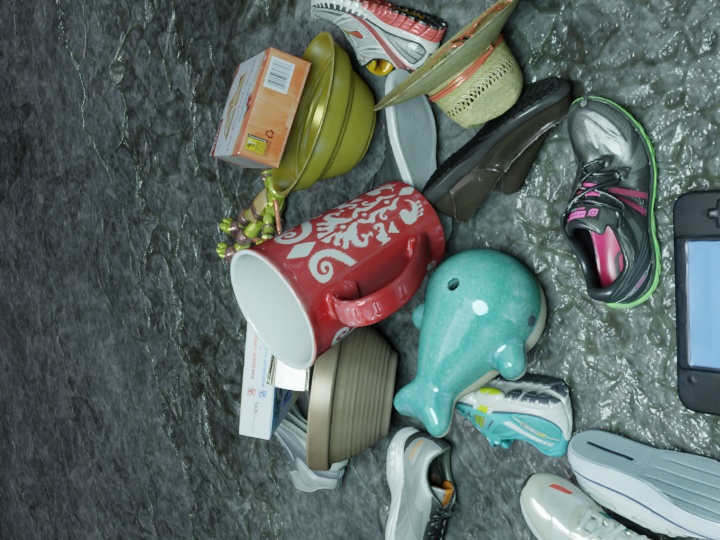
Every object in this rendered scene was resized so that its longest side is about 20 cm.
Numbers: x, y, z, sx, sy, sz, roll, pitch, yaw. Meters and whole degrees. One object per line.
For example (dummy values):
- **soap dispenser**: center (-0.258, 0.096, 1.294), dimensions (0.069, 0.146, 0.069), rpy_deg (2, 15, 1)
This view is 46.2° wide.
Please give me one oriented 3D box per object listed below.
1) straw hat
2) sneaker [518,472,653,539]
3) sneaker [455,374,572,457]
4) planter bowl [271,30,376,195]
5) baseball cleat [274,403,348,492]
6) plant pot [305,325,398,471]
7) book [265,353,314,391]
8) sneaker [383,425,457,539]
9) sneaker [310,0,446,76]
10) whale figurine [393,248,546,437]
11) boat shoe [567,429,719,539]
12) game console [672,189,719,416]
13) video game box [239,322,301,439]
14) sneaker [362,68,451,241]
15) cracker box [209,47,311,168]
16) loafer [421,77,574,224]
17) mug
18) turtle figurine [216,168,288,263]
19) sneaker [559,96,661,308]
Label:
- **straw hat**: center (0.115, -0.191, 0.843), dimensions (0.085, 0.201, 0.201), rpy_deg (50, 137, -12)
- **sneaker**: center (0.240, 0.254, 0.778), dimensions (0.200, 0.070, 0.093), rpy_deg (46, 144, 6)
- **sneaker**: center (0.138, 0.154, 0.916), dimensions (0.200, 0.077, 0.080), rpy_deg (7, 112, 48)
- **planter bowl**: center (-0.035, -0.178, 1.020), dimensions (0.200, 0.083, 0.201), rpy_deg (-166, 90, -70)
- **baseball cleat**: center (-0.099, 0.242, 1.186), dimensions (0.200, 0.070, 0.107), rpy_deg (29, 116, 42)
- **plant pot**: center (-0.005, 0.145, 1.022), dimensions (0.092, 0.201, 0.202), rpy_deg (8, 106, 4)
- **book**: center (-0.061, 0.070, 1.028), dimensions (0.048, 0.200, 0.134), rpy_deg (7, 87, 7)
- **sneaker**: center (0.076, 0.289, 1.003), dimensions (0.079, 0.074, 0.201), rpy_deg (1, 97, 42)
- **sneaker**: center (0.008, -0.275, 0.987), dimensions (0.200, 0.078, 0.082), rpy_deg (34, 121, 39)
- **whale figurine**: center (0.100, 0.067, 0.869), dimensions (0.159, 0.104, 0.200), rpy_deg (30, 83, 46)
- **boat shoe**: center (0.284, 0.208, 0.778), dimensions (0.200, 0.073, 0.067), rpy_deg (21, 135, 52)
- **game console**: center (0.312, 0.035, 0.674), dimensions (0.170, 0.118, 0.201), rpy_deg (2, 97, 47)
- **video game box**: center (-0.099, 0.090, 1.081), dimensions (0.047, 0.200, 0.183), rpy_deg (7, 104, 9)
- **sneaker**: center (0.037, -0.123, 0.966), dimensions (0.099, 0.071, 0.201), rpy_deg (1, 108, 48)
- **cracker box**: center (-0.134, -0.203, 1.087), dimensions (0.200, 0.057, 0.134), rpy_deg (18, 91, 70)
- **loafer**: center (0.150, -0.119, 0.873), dimensions (0.071, 0.073, 0.200), rpy_deg (41, 129, -12)
- **mug**: center (-0.002, 0.007, 0.872), dimensions (0.177, 0.200, 0.134), rpy_deg (37, 143, 31)
- **turtle figurine**: center (-0.140, -0.090, 1.186), dimensions (0.161, 0.064, 0.201), rpy_deg (-42, 47, 39)
- **sneaker**: center (0.226, -0.064, 0.776), dimensions (0.077, 0.084, 0.201), rpy_deg (-14, 85, 47)
